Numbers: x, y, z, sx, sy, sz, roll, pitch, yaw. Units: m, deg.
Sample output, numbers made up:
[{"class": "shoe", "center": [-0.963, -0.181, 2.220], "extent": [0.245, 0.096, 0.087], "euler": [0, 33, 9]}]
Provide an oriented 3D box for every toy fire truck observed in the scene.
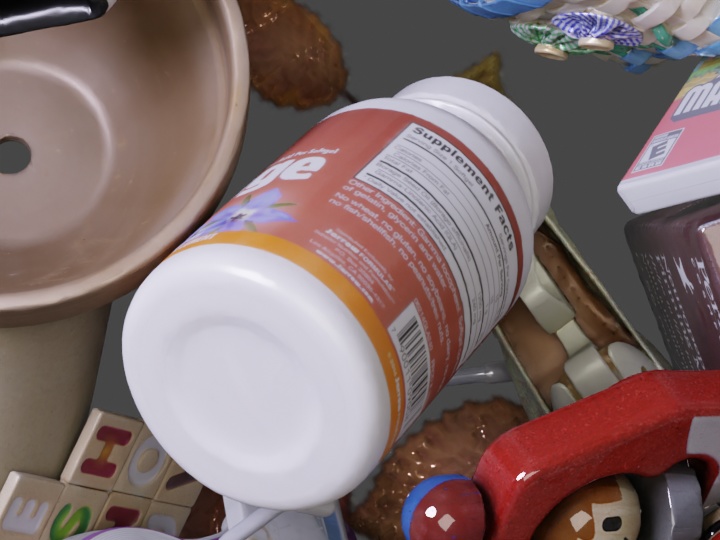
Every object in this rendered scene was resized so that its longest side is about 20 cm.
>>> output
[{"class": "toy fire truck", "center": [0.078, 0.126, 0.983], "extent": [0.168, 0.112, 0.200], "euler": [-1, 127, -34]}]

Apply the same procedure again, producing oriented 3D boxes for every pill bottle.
[{"class": "pill bottle", "center": [0.000, 0.000, 1.011], "extent": [0.112, 0.200, 0.112], "euler": [14, 123, 22]}]

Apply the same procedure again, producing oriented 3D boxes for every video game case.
[{"class": "video game case", "center": [0.204, -0.104, 1.064], "extent": [0.017, 0.143, 0.200], "euler": [53, 50, -20]}]

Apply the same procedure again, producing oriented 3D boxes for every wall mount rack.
[{"class": "wall mount rack", "center": [0.005, 0.083, 1.097], "extent": [0.174, 0.200, 0.075], "euler": [24, 131, -40]}]

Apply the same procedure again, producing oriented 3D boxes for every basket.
[{"class": "basket", "center": [0.087, -0.173, 1.083], "extent": [0.200, 0.176, 0.139], "euler": [36, 81, -12]}]

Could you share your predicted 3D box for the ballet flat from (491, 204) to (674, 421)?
[{"class": "ballet flat", "center": [0.088, 0.031, 1.121], "extent": [0.067, 0.062, 0.200], "euler": [-37, 78, 5]}]

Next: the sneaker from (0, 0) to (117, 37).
[{"class": "sneaker", "center": [-0.167, -0.163, 0.973], "extent": [0.200, 0.076, 0.115], "euler": [29, 63, 7]}]

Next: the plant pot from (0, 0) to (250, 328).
[{"class": "plant pot", "center": [-0.145, -0.062, 1.026], "extent": [0.201, 0.093, 0.201], "euler": [1, 68, -4]}]

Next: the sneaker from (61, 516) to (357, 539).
[{"class": "sneaker", "center": [-0.075, 0.158, 1.085], "extent": [0.075, 0.200, 0.100], "euler": [31, 111, 34]}]

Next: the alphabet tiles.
[{"class": "alphabet tiles", "center": [-0.128, 0.156, 1.091], "extent": [0.008, 0.167, 0.200], "euler": [27, 93, 30]}]

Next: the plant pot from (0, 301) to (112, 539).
[{"class": "plant pot", "center": [-0.201, 0.092, 1.084], "extent": [0.187, 0.187, 0.200], "euler": [3, 105, -3]}]

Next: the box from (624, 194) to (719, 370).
[{"class": "box", "center": [0.228, 0.025, 1.082], "extent": [0.164, 0.200, 0.166], "euler": [-21, 92, -2]}]
